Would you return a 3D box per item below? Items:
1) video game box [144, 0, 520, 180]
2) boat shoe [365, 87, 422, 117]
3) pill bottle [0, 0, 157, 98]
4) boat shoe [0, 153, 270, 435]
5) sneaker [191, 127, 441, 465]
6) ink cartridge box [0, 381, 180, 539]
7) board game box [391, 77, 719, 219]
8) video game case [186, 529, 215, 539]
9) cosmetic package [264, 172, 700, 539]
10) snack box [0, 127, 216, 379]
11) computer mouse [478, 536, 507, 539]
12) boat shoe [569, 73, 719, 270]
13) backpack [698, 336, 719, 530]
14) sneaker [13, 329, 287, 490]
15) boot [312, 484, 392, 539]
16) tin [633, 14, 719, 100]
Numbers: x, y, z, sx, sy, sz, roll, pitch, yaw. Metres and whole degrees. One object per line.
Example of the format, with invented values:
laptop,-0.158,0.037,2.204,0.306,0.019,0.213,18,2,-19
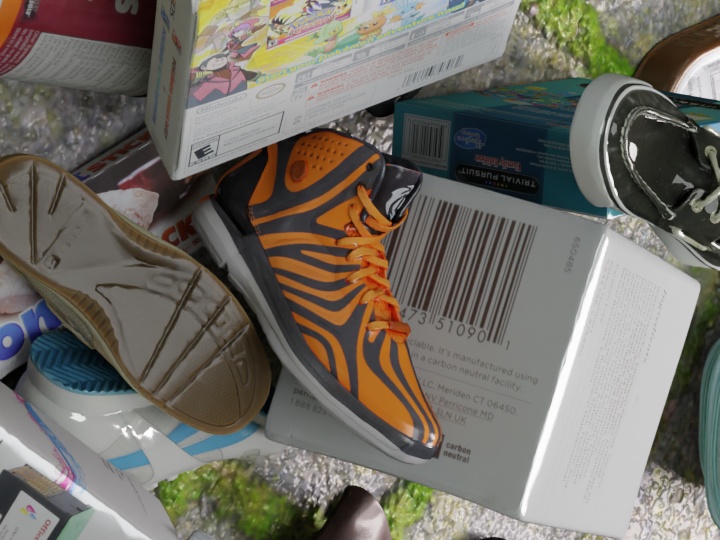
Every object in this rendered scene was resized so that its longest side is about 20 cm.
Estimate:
video game box,-0.007,-0.134,1.196,0.199,0.182,0.047,-22,72,-18
boat shoe,0.057,-0.173,1.431,0.200,0.068,0.057,-45,133,-16
pill bottle,-0.135,-0.147,1.242,0.199,0.109,0.111,4,98,-40
boat shoe,-0.127,0.009,1.270,0.200,0.065,0.072,41,83,-23
sneaker,0.000,0.000,1.274,0.112,0.200,0.077,-43,157,12
ink cartridge box,-0.207,0.133,1.217,0.200,0.084,0.145,40,93,-25
board game box,0.137,-0.075,1.432,0.199,0.150,0.047,-12,110,-51
video game case,-0.128,0.238,1.318,0.183,0.023,0.200,-57,172,-15
cosmetic package,0.074,0.048,1.386,0.200,0.164,0.166,23,84,-64
snack box,-0.160,-0.007,1.310,0.199,0.024,0.072,-35,120,-29
computer mouse,0.086,0.275,1.569,0.138,0.053,0.202,-2,102,-39
boat shoe,0.179,-0.051,1.314,0.200,0.063,0.071,30,77,-53
backpack,0.314,0.105,1.651,0.199,0.152,0.178,-8,104,-48
sneaker,-0.117,0.084,1.346,0.199,0.077,0.081,8,119,-45
boot,-0.018,0.250,1.465,0.167,0.072,0.201,-49,139,-32
tin,0.257,-0.117,1.627,0.199,0.042,0.113,-26,112,-33
